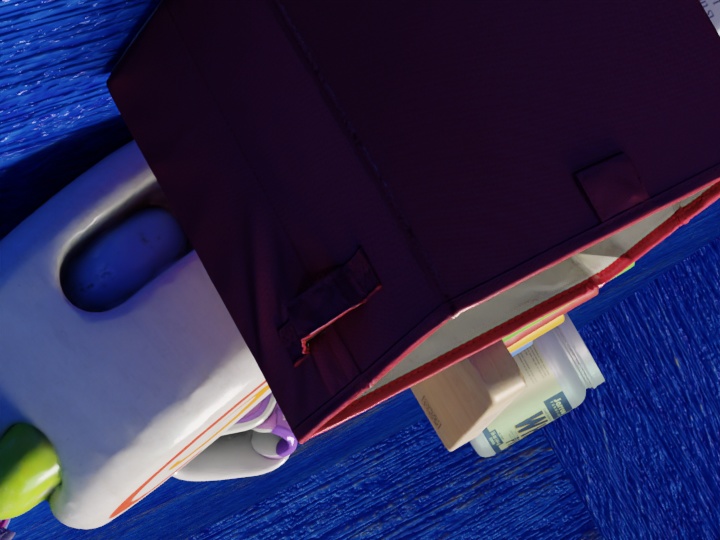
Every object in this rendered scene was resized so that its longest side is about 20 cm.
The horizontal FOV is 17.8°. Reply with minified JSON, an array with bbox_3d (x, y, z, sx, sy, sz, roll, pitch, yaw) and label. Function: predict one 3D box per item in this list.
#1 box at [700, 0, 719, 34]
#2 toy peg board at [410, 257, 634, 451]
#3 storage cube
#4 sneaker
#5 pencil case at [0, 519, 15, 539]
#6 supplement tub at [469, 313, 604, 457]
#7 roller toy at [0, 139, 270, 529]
[{"bbox_3d":[0.218,-0.188,1.125,0.184,0.105,0.200,-21,169,-47],"label":"box"},{"bbox_3d":[0.043,-0.031,1.129,0.098,0.201,0.199,-29,172,-8],"label":"toy peg board"},{"bbox_3d":[0.027,-0.064,0.937,0.199,0.180,0.171,-25,171,-28],"label":"storage cube"},{"bbox_3d":[-0.029,0.047,1.251,0.200,0.114,0.073,-32,133,-1],"label":"sneaker"},{"bbox_3d":[-0.319,0.191,1.659,0.088,0.089,0.200,-22,171,-44],"label":"pencil case"},{"bbox_3d":[0.215,0.146,3.120,0.199,0.145,0.145,-30,172,4],"label":"supplement tub"},{"bbox_3d":[-0.109,0.020,1.120,0.182,0.140,0.200,-41,176,23],"label":"roller toy"}]
